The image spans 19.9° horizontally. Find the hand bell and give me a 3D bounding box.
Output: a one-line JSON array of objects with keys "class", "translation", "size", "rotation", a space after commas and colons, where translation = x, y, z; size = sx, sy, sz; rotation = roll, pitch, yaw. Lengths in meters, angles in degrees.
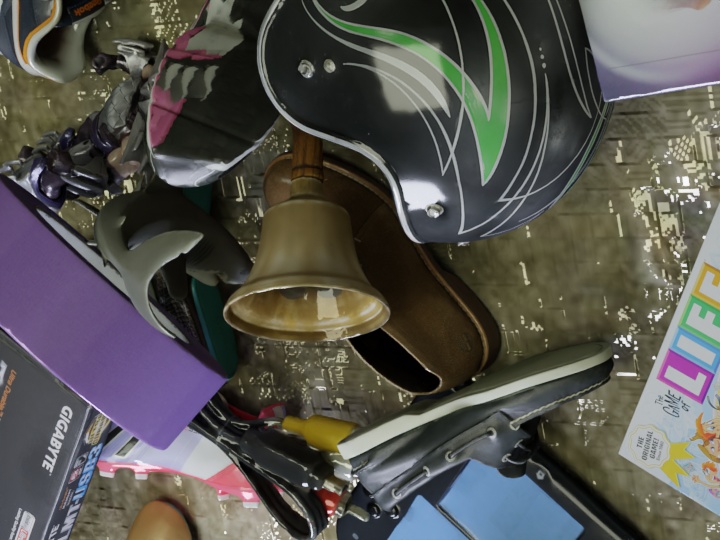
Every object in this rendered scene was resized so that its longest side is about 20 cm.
[{"class": "hand bell", "translation": [-0.034, -0.066, 1.297], "size": [0.104, 0.104, 0.201], "rotation": [-18, 64, 39]}]

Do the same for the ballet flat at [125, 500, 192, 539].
[{"class": "ballet flat", "translation": [-0.168, 0.273, 1.584], "size": [0.068, 0.063, 0.201], "rotation": [22, 121, 26]}]

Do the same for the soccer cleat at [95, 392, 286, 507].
[{"class": "soccer cleat", "translation": [-0.135, 0.117, 1.497], "size": [0.199, 0.067, 0.077], "rotation": [11, 103, 31]}]

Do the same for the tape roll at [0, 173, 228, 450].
[{"class": "tape roll", "translation": [-0.180, 0.026, 1.325], "size": [0.200, 0.200, 0.066], "rotation": [41, 89, 15]}]

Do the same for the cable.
[{"class": "cable", "translation": [-0.073, 0.116, 1.423], "size": [0.199, 0.050, 0.098], "rotation": [28, 126, 22]}]

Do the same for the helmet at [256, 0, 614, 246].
[{"class": "helmet", "translation": [0.057, -0.121, 1.174], "size": [0.190, 0.200, 0.200], "rotation": [36, 127, 8]}]

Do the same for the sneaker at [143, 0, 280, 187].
[{"class": "sneaker", "translation": [-0.084, -0.118, 1.290], "size": [0.080, 0.201, 0.086], "rotation": [26, 139, -3]}]

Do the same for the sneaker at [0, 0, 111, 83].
[{"class": "sneaker", "translation": [-0.206, -0.219, 1.394], "size": [0.079, 0.078, 0.201], "rotation": [36, 138, 25]}]

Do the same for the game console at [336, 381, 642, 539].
[{"class": "game console", "translation": [0.086, 0.188, 1.385], "size": [0.200, 0.031, 0.177], "rotation": [41, 128, 14]}]

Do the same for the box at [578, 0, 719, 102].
[{"class": "box", "translation": [0.211, -0.207, 1.067], "size": [0.199, 0.123, 0.200], "rotation": [-7, 106, 38]}]

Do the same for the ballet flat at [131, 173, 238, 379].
[{"class": "ballet flat", "translation": [-0.135, -0.008, 1.433], "size": [0.075, 0.068, 0.201], "rotation": [2, 113, 19]}]

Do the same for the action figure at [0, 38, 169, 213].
[{"class": "action figure", "translation": [-0.182, -0.091, 1.408], "size": [0.069, 0.130, 0.200], "rotation": [42, 138, -18]}]

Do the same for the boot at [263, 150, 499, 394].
[{"class": "boot", "translation": [0.000, 0.000, 1.339], "size": [0.200, 0.075, 0.074], "rotation": [45, 130, 14]}]

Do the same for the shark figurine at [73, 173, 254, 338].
[{"class": "shark figurine", "translation": [-0.126, -0.037, 1.285], "size": [0.128, 0.214, 0.090], "rotation": [34, 99, 6]}]

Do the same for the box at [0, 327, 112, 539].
[{"class": "box", "translation": [-0.282, 0.103, 1.517], "size": [0.198, 0.050, 0.201], "rotation": [38, 128, 18]}]

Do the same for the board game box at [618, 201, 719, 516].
[{"class": "board game box", "translation": [0.245, 0.060, 1.211], "size": [0.134, 0.034, 0.201], "rotation": [31, 125, 22]}]

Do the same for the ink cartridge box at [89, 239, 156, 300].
[{"class": "ink cartridge box", "translation": [-0.242, 0.044, 1.537], "size": [0.199, 0.067, 0.118], "rotation": [-4, 108, 36]}]

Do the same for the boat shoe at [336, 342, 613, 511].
[{"class": "boat shoe", "translation": [0.081, 0.104, 1.308], "size": [0.199, 0.074, 0.066], "rotation": [-23, 92, 21]}]
